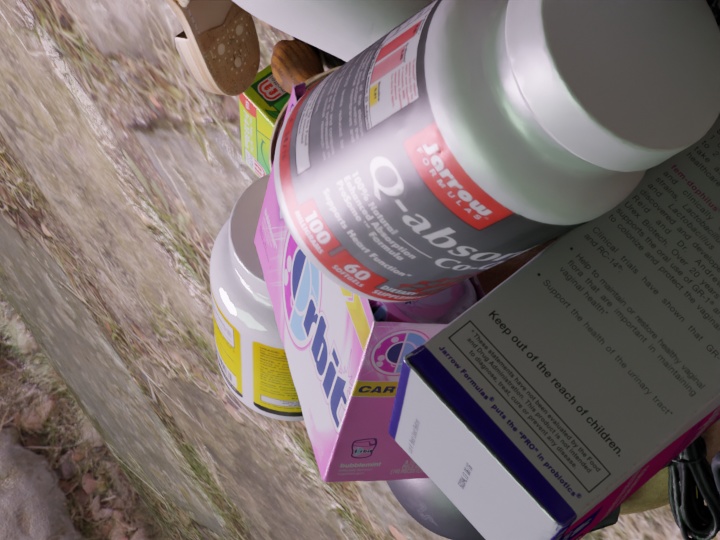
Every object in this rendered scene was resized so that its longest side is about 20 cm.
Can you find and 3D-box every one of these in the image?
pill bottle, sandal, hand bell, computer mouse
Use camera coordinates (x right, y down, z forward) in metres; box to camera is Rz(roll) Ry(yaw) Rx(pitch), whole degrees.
[{"bbox_3d":[-0.043,0.016,1.152,0.112,0.112,0.200,47,161,17],"label":"pill bottle"},{"bbox_3d":[-0.093,-0.188,1.042,0.069,0.078,0.212,13,146,34],"label":"sandal"},{"bbox_3d":[0.056,-0.064,0.753,0.116,0.116,0.200,55,145,-5],"label":"pill bottle"},{"bbox_3d":[-0.025,-0.110,1.094,0.104,0.104,0.200,63,178,-28],"label":"hand bell"},{"bbox_3d":[0.091,0.095,0.924,0.199,0.046,0.141,1,124,24],"label":"computer mouse"}]

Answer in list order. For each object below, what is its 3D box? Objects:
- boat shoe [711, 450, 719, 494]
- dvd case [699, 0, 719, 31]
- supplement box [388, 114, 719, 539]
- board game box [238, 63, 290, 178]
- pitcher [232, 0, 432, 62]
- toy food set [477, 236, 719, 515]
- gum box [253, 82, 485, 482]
[{"bbox_3d":[0.224,0.143,0.870,0.076,0.060,0.200,14,140,52],"label":"boat shoe"},{"bbox_3d":[0.127,-0.152,0.672,0.150,0.025,0.200,46,162,-17],"label":"dvd case"},{"bbox_3d":[0.122,0.033,0.793,0.103,0.200,0.101,46,162,16],"label":"supplement box"},{"bbox_3d":[-0.004,-0.047,1.199,0.200,0.048,0.102,47,161,18],"label":"board game box"},{"bbox_3d":[-0.014,-0.170,0.917,0.200,0.121,0.172,45,179,-10],"label":"pitcher"},{"bbox_3d":[0.118,0.051,0.944,0.200,0.049,0.198,-8,119,29],"label":"toy food set"},{"bbox_3d":[0.000,0.000,0.923,0.200,0.066,0.114,-110,27,-45],"label":"gum box"}]
